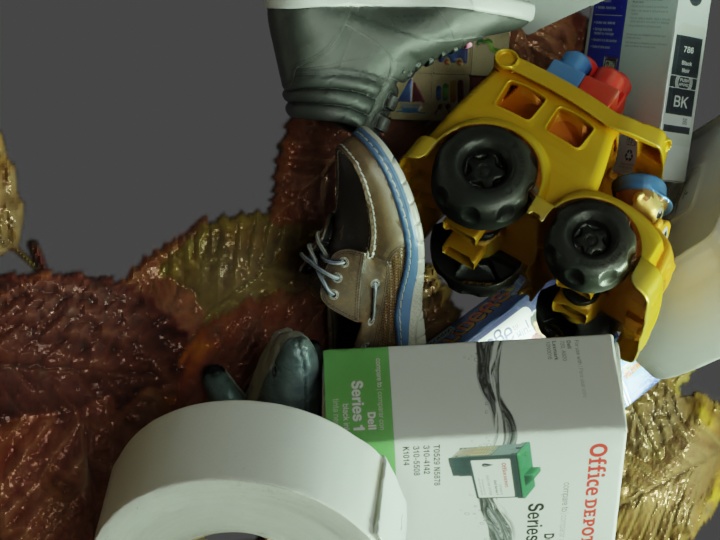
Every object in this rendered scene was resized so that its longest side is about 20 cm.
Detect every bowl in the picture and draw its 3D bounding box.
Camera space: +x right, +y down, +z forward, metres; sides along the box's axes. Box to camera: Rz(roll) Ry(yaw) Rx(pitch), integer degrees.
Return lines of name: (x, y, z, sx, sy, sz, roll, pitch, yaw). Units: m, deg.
bowl: (0.260, -0.037, 1.255, 0.074, 0.199, 0.201, 31, 60, -15)

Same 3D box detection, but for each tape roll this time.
tape roll: (-0.069, 0.177, 1.097, 0.203, 0.201, 0.071, 49, 29, -28)

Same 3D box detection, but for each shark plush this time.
shark plush: (-0.054, 0.137, 1.163, 0.090, 0.083, 0.202, 0, 98, -32)

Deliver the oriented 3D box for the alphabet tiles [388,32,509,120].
alphabet tiles: (0.040, -0.207, 1.210, 0.165, 0.006, 0.202, -2, 99, -31)

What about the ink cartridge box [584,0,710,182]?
ink cartridge box: (0.209, -0.170, 1.265, 0.039, 0.099, 0.202, 3, 98, -32)

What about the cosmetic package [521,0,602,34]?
cosmetic package: (0.122, -0.270, 1.158, 0.200, 0.150, 0.052, 48, 38, -28)

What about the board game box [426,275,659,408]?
board game box: (0.129, 0.078, 1.294, 0.199, 0.034, 0.136, -34, 114, -23)

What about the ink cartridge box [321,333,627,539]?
ink cartridge box: (0.076, 0.123, 1.159, 0.198, 0.085, 0.147, -3, 137, 1)

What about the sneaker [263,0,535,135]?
sneaker: (0.027, -0.144, 1.171, 0.198, 0.071, 0.100, -5, 103, -24)

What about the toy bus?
toy bus: (0.149, -0.062, 1.189, 0.192, 0.199, 0.136, -52, 163, -21)

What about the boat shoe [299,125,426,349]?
boat shoe: (0.000, 0.000, 1.159, 0.072, 0.072, 0.202, -21, 126, -17)
